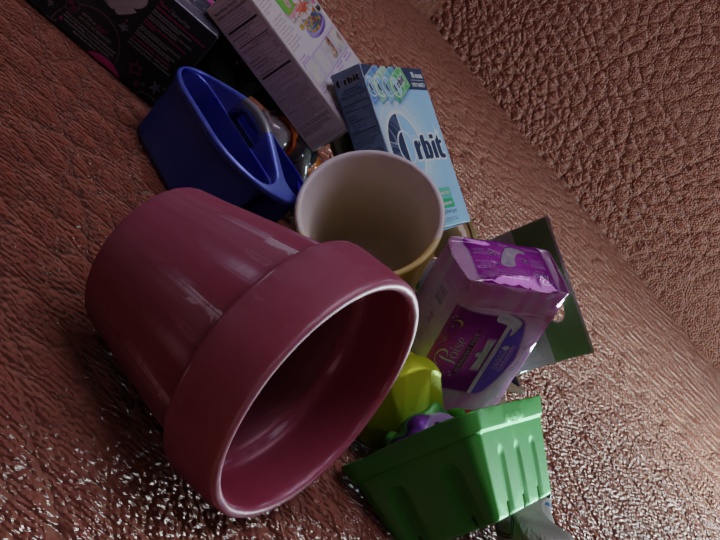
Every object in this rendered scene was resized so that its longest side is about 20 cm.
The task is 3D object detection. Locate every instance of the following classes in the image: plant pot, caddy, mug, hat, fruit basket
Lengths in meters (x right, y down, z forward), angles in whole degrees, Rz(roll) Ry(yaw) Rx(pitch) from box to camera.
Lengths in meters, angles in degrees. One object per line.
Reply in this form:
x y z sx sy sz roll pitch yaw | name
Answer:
-0.089 0.042 0.760 0.179 0.200 0.200 36 13 24 | plant pot
-0.136 -0.126 1.120 0.141 0.105 0.200 17 33 -55 | caddy
-0.004 -0.008 1.119 0.149 0.187 0.153 30 -26 12 | mug
-0.171 -0.261 1.351 0.200 0.081 0.201 37 -25 21 | hat
0.064 0.135 0.969 0.216 0.155 0.216 47 28 -35 | fruit basket

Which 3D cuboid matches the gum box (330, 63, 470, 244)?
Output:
0.051 -0.139 1.273 0.170 0.044 0.201 -16 89 -61 | gum box

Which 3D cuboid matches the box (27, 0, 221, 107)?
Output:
-0.260 -0.303 1.214 0.200 0.115 0.132 41 18 -16 | box

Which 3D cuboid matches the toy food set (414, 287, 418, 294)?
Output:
0.095 -0.002 1.294 0.199 0.061 0.143 21 9 21 | toy food set

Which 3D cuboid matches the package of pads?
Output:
0.103 0.062 1.060 0.120 0.200 0.076 8 40 -23 | package of pads

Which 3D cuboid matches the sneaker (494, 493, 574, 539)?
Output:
0.157 0.254 1.049 0.072 0.073 0.200 17 9 -6 | sneaker

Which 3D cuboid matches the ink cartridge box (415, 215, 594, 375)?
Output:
0.153 0.036 1.128 0.048 0.200 0.146 -14 84 -45 | ink cartridge box

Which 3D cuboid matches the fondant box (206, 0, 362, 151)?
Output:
-0.075 -0.257 1.256 0.200 0.058 0.144 53 29 -18 | fondant box

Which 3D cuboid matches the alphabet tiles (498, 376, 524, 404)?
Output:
0.110 0.102 1.231 0.167 0.008 0.200 13 41 -27 | alphabet tiles

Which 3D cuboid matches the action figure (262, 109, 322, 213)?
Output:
-0.100 -0.166 1.309 0.200 0.105 0.193 49 9 8 | action figure

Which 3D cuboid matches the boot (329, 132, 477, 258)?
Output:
0.053 -0.094 1.370 0.200 0.066 0.176 21 35 -54 | boot
